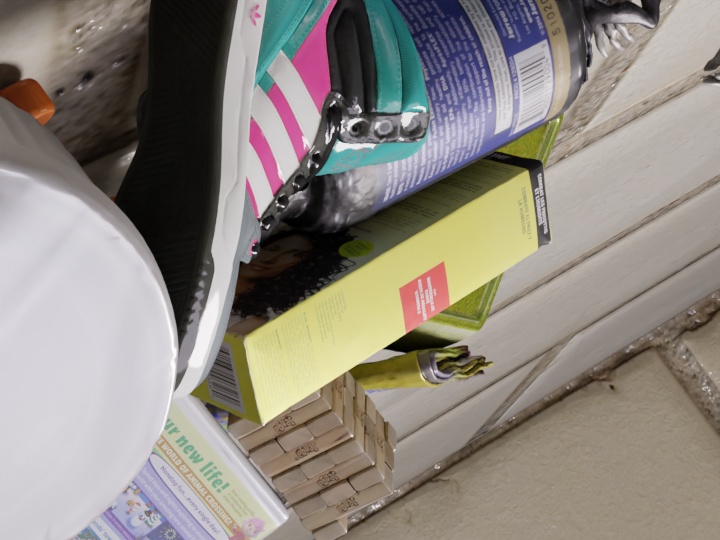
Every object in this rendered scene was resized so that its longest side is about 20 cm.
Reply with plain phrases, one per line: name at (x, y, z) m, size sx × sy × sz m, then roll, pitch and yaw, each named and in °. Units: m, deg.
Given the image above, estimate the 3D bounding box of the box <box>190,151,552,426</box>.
box at (0.000, 0.000, 0.932) m, size 0.200 × 0.050 × 0.075 m, roll -31°, pitch -148°, yaw -35°

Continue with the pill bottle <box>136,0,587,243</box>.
pill bottle at (0.000, -0.085, 0.913) m, size 0.199 × 0.112 × 0.112 m, roll -28°, pitch 167°, yaw -25°

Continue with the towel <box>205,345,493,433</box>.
towel at (-0.030, 0.074, 1.129) m, size 0.199 × 0.023 × 0.144 m, roll -14°, pitch 176°, yaw 14°

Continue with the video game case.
video game case at (-0.159, 0.111, 0.961) m, size 0.182 × 0.200 × 0.022 m, roll -36°, pitch -147°, yaw -1°

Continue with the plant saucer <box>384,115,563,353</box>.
plant saucer at (0.051, -0.043, 1.086) m, size 0.200 × 0.048 × 0.201 m, roll 14°, pitch 97°, yaw -67°

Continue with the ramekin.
ramekin at (-0.173, 0.018, 0.713) m, size 0.201 × 0.094 × 0.203 m, roll -12°, pitch 129°, yaw -15°

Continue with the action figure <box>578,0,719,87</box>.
action figure at (0.168, -0.158, 1.080) m, size 0.199 × 0.103 × 0.119 m, roll -22°, pitch -153°, yaw -31°

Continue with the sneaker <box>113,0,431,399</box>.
sneaker at (-0.033, -0.043, 0.788) m, size 0.120 × 0.201 × 0.083 m, roll 9°, pitch -178°, yaw -40°

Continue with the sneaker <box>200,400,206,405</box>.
sneaker at (-0.172, 0.053, 0.987) m, size 0.199 × 0.112 × 0.077 m, roll -25°, pitch -153°, yaw -13°

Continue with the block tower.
block tower at (-0.051, 0.046, 0.988) m, size 0.058 × 0.200 × 0.054 m, roll -27°, pitch -153°, yaw 17°

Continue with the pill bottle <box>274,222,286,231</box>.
pill bottle at (-0.034, -0.005, 1.138) m, size 0.111 × 0.111 × 0.200 m, roll -39°, pitch 167°, yaw 23°

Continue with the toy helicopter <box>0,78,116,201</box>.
toy helicopter at (-0.182, -0.001, 0.858) m, size 0.132 × 0.079 × 0.200 m, roll -37°, pitch -178°, yaw -18°
